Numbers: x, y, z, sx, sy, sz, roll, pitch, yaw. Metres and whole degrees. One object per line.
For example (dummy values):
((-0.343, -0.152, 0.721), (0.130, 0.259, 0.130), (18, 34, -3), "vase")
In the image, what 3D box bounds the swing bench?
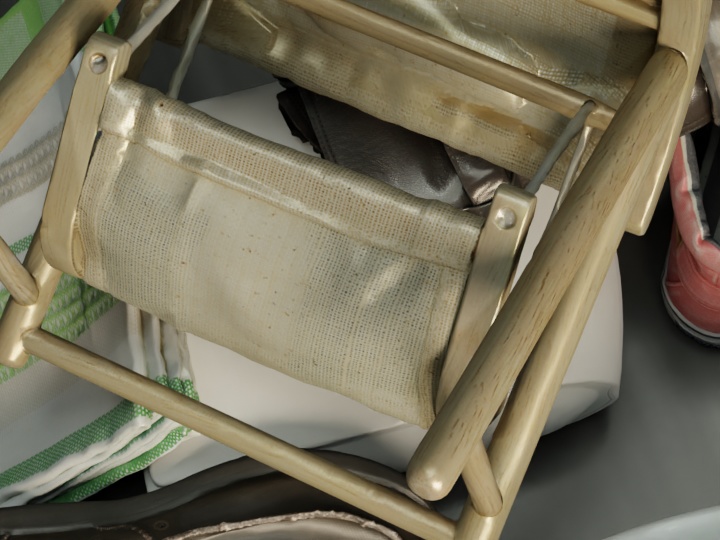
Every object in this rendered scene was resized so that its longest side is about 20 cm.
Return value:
((-0.012, -0.037, 0.758), (0.198, 0.130, 0.201), (24, 75, 15), "swing bench")

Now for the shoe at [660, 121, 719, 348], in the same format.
((0.165, -0.074, 0.902), (0.071, 0.091, 0.201), (14, 70, 9), "shoe")

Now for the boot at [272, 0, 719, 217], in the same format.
((0.047, -0.099, 0.863), (0.173, 0.069, 0.201), (-21, 54, 6), "boot")

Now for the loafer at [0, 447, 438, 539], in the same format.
((-0.066, 0.122, 0.830), (0.198, 0.073, 0.072), (-11, 39, 6), "loafer")

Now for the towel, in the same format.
((-0.135, -0.004, 0.885), (0.149, 0.031, 0.201), (-31, 63, 34), "towel")

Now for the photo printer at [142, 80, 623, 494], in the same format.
((0.000, 0.000, 0.897), (0.199, 0.070, 0.167), (-13, 68, -1), "photo printer")

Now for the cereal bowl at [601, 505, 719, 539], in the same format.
((0.132, 0.153, 0.780), (0.199, 0.200, 0.084), (-17, 102, -3), "cereal bowl")
